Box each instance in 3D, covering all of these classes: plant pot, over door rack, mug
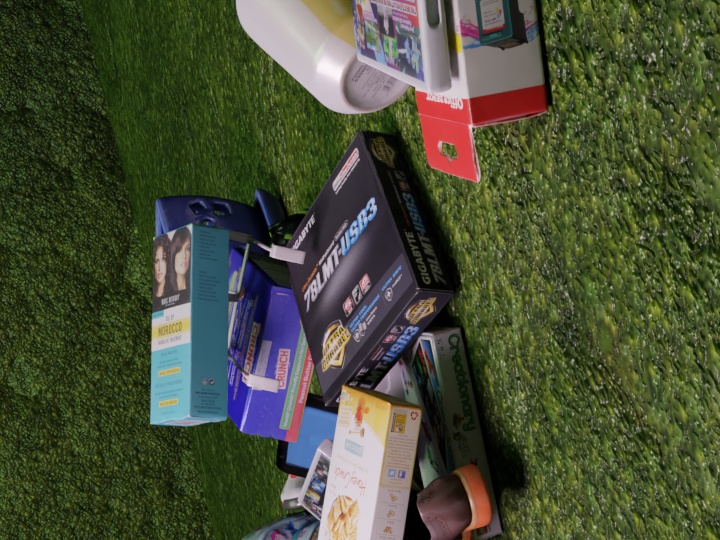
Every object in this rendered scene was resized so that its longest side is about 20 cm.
[{"bbox_3d":[-0.179,0.016,1.964,0.201,0.177,0.202,100,152,-54],"label":"plant pot"},{"bbox_3d":[-0.132,0.034,1.508,0.200,0.066,0.150,18,97,66],"label":"over door rack"},{"bbox_3d":[-0.018,-0.235,1.269,0.154,0.148,0.188,55,161,37],"label":"mug"}]

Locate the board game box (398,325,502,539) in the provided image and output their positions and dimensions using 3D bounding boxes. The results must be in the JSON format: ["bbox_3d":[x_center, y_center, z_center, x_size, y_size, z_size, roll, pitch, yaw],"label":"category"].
[{"bbox_3d":[0.083,0.156,1.391,0.126,0.034,0.203,180,78,-74],"label":"board game box"}]

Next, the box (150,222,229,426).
[{"bbox_3d":[-0.179,0.058,1.481,0.082,0.049,0.203,-15,72,49],"label":"box"}]

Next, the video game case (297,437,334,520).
[{"bbox_3d":[0.012,0.285,1.602,0.181,0.023,0.201,39,155,9],"label":"video game case"}]

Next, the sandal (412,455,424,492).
[{"bbox_3d":[0.034,0.183,1.480,0.055,0.079,0.200,-66,-25,-16],"label":"sandal"}]

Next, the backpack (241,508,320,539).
[{"bbox_3d":[-0.059,0.392,1.794,0.150,0.198,0.180,-32,69,53],"label":"backpack"}]

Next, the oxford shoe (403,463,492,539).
[{"bbox_3d":[0.065,0.232,1.312,0.201,0.072,0.072,104,147,-63],"label":"oxford shoe"}]

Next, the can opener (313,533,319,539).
[{"bbox_3d":[0.011,0.289,1.374,0.199,0.053,0.068,-11,106,57],"label":"can opener"}]

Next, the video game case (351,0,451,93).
[{"bbox_3d":[0.023,-0.241,1.079,0.200,0.023,0.185,-136,38,-68],"label":"video game case"}]

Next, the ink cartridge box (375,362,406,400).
[{"bbox_3d":[-0.001,0.078,1.572,0.200,0.067,0.118,-143,47,-67],"label":"ink cartridge box"}]

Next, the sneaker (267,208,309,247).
[{"bbox_3d":[-0.064,-0.025,1.697,0.200,0.082,0.073,-151,50,-70],"label":"sneaker"}]

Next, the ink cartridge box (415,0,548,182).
[{"bbox_3d":[0.084,-0.177,1.067,0.116,0.066,0.203,-148,48,-70],"label":"ink cartridge box"}]

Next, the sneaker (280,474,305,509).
[{"bbox_3d":[-0.072,0.247,1.871,0.201,0.066,0.110,-22,-77,-80],"label":"sneaker"}]

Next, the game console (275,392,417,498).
[{"bbox_3d":[-0.020,0.250,1.682,0.201,0.117,0.174,99,155,-54],"label":"game console"}]

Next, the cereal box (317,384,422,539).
[{"bbox_3d":[0.003,0.216,1.315,0.144,0.039,0.203,-176,96,-71],"label":"cereal box"}]

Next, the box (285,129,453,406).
[{"bbox_3d":[0.000,0.000,1.412,0.201,0.049,0.200,-53,45,41],"label":"box"}]

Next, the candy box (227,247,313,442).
[{"bbox_3d":[-0.113,0.081,1.628,0.200,0.076,0.172,-142,65,-68],"label":"candy box"}]
